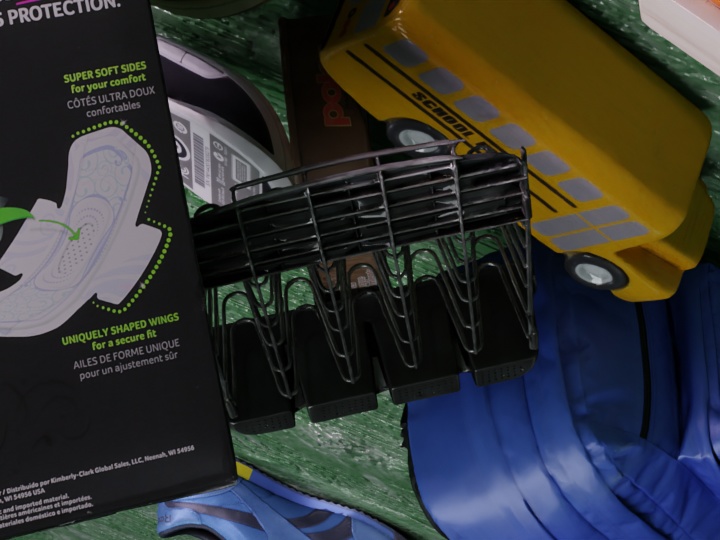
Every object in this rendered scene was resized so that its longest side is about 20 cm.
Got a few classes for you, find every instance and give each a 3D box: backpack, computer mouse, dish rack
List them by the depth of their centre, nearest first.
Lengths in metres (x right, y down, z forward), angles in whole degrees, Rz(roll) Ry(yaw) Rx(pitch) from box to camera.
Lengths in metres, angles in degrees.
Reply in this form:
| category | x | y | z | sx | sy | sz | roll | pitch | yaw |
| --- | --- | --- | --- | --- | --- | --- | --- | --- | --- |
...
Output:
| category | x | y | z | sx | sy | sz | roll | pitch | yaw |
| --- | --- | --- | --- | --- | --- | --- | --- | --- | --- |
| dish rack | 0.000 | 0.000 | 0.869 | 0.152 | 0.055 | 0.200 | -13 | 152 | -1 |
| computer mouse | -0.101 | -0.088 | 1.001 | 0.199 | 0.044 | 0.110 | 33 | 154 | 12 |
| backpack | 0.118 | 0.067 | 1.031 | 0.167 | 0.164 | 0.200 | -29 | 137 | 27 |

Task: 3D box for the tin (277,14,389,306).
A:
| category | x | y | z | sx | sy | sz | roll | pitch | yaw |
| --- | --- | --- | --- | --- | --- | --- | --- | --- | --- |
| tin | -0.009 | -0.035 | 0.977 | 0.041 | 0.113 | 0.200 | -3 | 155 | 2 |

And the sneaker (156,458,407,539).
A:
| category | x | y | z | sx | sy | sz | roll | pitch | yaw |
| --- | --- | --- | --- | --- | --- | --- | --- | --- | --- |
| sneaker | -0.053 | 0.199 | 1.571 | 0.199 | 0.079 | 0.066 | 23 | 155 | -6 |

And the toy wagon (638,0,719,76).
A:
| category | x | y | z | sx | sy | sz | roll | pitch | yaw |
| --- | --- | --- | --- | --- | --- | --- | --- | --- | --- |
| toy wagon | 0.164 | -0.108 | 0.532 | 0.198 | 0.157 | 0.040 | -7 | 158 | 7 |

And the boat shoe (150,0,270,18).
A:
| category | x | y | z | sx | sy | sz | roll | pitch | yaw |
| --- | --- | --- | --- | --- | --- | --- | --- | --- | --- |
| boat shoe | -0.081 | -0.143 | 0.851 | 0.199 | 0.075 | 0.066 | -4 | 152 | 45 |

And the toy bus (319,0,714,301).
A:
| category | x | y | z | sx | sy | sz | roll | pitch | yaw |
| --- | --- | --- | --- | --- | --- | --- | --- | --- | --- |
| toy bus | 0.076 | -0.064 | 0.899 | 0.199 | 0.066 | 0.078 | 35 | 152 | -27 |

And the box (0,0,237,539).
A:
| category | x | y | z | sx | sy | sz | roll | pitch | yaw |
| --- | --- | --- | --- | --- | --- | --- | --- | --- | --- |
| box | -0.135 | -0.015 | 0.785 | 0.123 | 0.202 | 0.148 | -11 | -175 | -17 |
